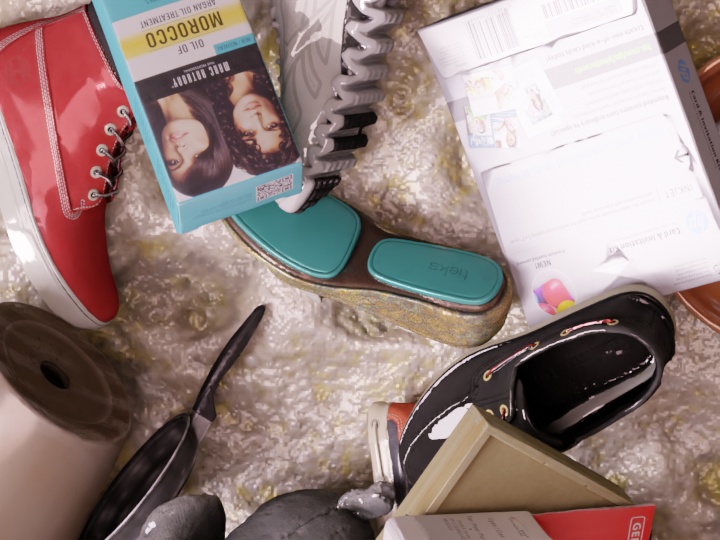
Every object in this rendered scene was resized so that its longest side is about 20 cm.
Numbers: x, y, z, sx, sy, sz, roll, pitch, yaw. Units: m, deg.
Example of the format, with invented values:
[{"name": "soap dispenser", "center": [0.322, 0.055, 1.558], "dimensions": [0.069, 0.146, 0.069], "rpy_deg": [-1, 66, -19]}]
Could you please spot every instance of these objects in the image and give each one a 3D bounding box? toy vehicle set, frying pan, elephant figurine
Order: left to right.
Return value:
[{"name": "frying pan", "center": [-0.124, 0.114, 1.613], "dimensions": [0.031, 0.115, 0.191], "rpy_deg": [40, 62, -12]}, {"name": "elephant figurine", "center": [-0.092, 0.213, 1.547], "dimensions": [0.199, 0.141, 0.157], "rpy_deg": [-8, 99, -34]}, {"name": "toy vehicle set", "center": [0.059, 0.189, 1.473], "dimensions": [0.124, 0.027, 0.201], "rpy_deg": [31, 99, -30]}]

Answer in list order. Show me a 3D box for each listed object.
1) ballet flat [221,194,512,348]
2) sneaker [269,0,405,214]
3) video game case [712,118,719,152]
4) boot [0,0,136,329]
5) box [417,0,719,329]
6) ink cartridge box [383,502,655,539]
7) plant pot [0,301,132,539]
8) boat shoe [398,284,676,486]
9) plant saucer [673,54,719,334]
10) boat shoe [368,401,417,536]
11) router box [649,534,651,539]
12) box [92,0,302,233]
[{"name": "ballet flat", "center": [0.000, 0.000, 1.563], "dimensions": [0.199, 0.071, 0.071], "rpy_deg": [19, 106, 13]}, {"name": "sneaker", "center": [-0.022, -0.135, 1.532], "dimensions": [0.081, 0.075, 0.201], "rpy_deg": [20, 96, 14]}, {"name": "video game case", "center": [0.338, -0.089, 1.466], "dimensions": [0.182, 0.023, 0.200], "rpy_deg": [42, 106, -3]}, {"name": "boot", "center": [-0.158, -0.071, 1.570], "dimensions": [0.143, 0.072, 0.201], "rpy_deg": [-18, 97, 12]}, {"name": "box", "center": [0.138, -0.077, 1.500], "dimensions": [0.155, 0.041, 0.201], "rpy_deg": [-17, 97, 36]}, {"name": "ink cartridge box", "center": [0.090, 0.238, 1.466], "dimensions": [0.175, 0.045, 0.201], "rpy_deg": [-2, 113, -20]}, {"name": "plant pot", "center": [-0.239, 0.121, 1.554], "dimensions": [0.200, 0.200, 0.174], "rpy_deg": [44, 112, -3]}, {"name": "boat shoe", "center": [0.100, 0.079, 1.498], "dimensions": [0.201, 0.063, 0.074], "rpy_deg": [-31, 103, 24]}, {"name": "plant saucer", "center": [0.270, -0.049, 1.518], "dimensions": [0.198, 0.037, 0.202], "rpy_deg": [2, 105, 9]}, {"name": "boat shoe", "center": [0.031, 0.182, 1.598], "dimensions": [0.062, 0.071, 0.202], "rpy_deg": [6, 103, 12]}, {"name": "router box", "center": [0.084, 0.239, 1.553], "dimensions": [0.199, 0.052, 0.158], "rpy_deg": [-12, 116, -18]}, {"name": "box", "center": [-0.106, -0.130, 1.500], "dimensions": [0.082, 0.049, 0.201], "rpy_deg": [-19, 72, -9]}]
